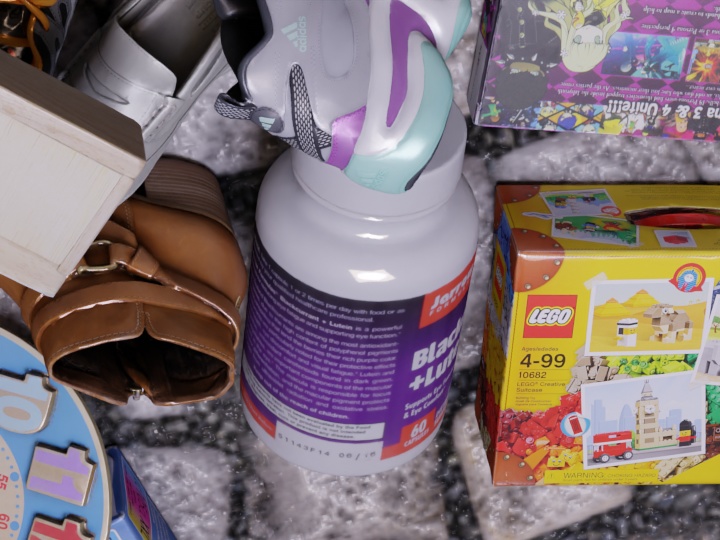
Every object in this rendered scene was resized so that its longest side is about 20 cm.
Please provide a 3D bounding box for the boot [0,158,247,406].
[{"bbox_3d":[-0.155,0.008,1.148,0.200,0.155,0.077,5,127,-11],"label":"boot"}]

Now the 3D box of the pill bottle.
[{"bbox_3d":[0.000,0.000,1.168,0.111,0.111,0.200,0,135,-8],"label":"pill bottle"}]

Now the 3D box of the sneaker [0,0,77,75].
[{"bbox_3d":[-0.161,-0.142,1.107,0.078,0.077,0.200,12,116,-12],"label":"sneaker"}]

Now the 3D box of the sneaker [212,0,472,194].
[{"bbox_3d":[-0.015,-0.142,1.074,0.140,0.200,0.078,21,144,-9],"label":"sneaker"}]

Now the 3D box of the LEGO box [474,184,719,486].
[{"bbox_3d":[0.169,0.035,1.256,0.200,0.077,0.149,-1,121,-7],"label":"LEGO box"}]

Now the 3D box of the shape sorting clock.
[{"bbox_3d":[-0.228,0.120,1.224,0.200,0.039,0.200,0,92,5],"label":"shape sorting clock"}]

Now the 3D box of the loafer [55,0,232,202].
[{"bbox_3d":[-0.108,-0.095,1.115,0.200,0.070,0.070,-47,157,-6],"label":"loafer"}]

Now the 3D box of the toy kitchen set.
[{"bbox_3d":[-0.223,-0.074,1.068,0.180,0.200,0.163,27,113,-24],"label":"toy kitchen set"}]

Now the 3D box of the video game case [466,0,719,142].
[{"bbox_3d":[0.165,-0.151,1.169,0.200,0.036,0.181,3,120,-9],"label":"video game case"}]

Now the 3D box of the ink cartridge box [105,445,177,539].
[{"bbox_3d":[-0.149,0.214,1.322,0.136,0.076,0.200,-24,122,7],"label":"ink cartridge box"}]
